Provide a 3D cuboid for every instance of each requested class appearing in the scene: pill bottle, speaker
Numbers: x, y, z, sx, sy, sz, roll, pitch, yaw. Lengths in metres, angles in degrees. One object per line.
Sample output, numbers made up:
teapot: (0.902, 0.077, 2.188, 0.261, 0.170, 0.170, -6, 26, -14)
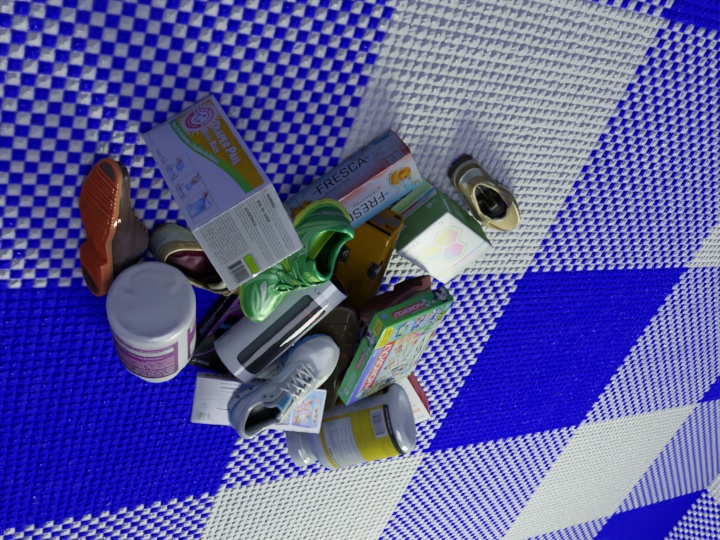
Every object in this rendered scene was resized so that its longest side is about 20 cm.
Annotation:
pill bottle: (-0.016, 0.258, 1.369, 0.197, 0.113, 0.112, -15, 143, 16)
speaker: (-0.115, 0.069, 1.226, 0.199, 0.081, 0.081, -41, 140, 5)
pill bottle: (-0.274, 0.078, 1.121, 0.111, 0.113, 0.201, -18, 159, -19)

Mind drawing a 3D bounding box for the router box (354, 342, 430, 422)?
router box: (-0.004, 0.214, 1.443, 0.198, 0.049, 0.181, -22, 126, 12)

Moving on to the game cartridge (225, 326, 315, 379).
game cartridge: (-0.139, 0.163, 1.339, 0.199, 0.041, 0.133, -38, 147, -3)

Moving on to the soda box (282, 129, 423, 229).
soda box: (-0.013, -0.108, 1.191, 0.199, 0.064, 0.069, -33, 140, -1)

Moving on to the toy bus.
toy bus: (0.000, 0.000, 1.282, 0.078, 0.064, 0.202, -50, 164, -48)

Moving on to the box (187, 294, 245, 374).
box: (-0.164, 0.078, 1.288, 0.200, 0.036, 0.142, -48, 139, 16)

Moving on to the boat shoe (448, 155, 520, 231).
boat shoe: (0.209, -0.103, 1.342, 0.072, 0.076, 0.199, -46, 139, 12)

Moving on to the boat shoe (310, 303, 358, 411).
boat shoe: (-0.045, 0.126, 1.307, 0.071, 0.068, 0.202, 19, 124, 4)

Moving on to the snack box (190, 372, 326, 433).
snack box: (-0.153, 0.200, 1.272, 0.197, 0.024, 0.073, 8, 102, -14)

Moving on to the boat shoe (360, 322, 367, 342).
boat shoe: (0.030, 0.141, 1.464, 0.071, 0.061, 0.204, -2, 130, -34)

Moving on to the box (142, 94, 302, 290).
box: (-0.165, -0.096, 0.990, 0.101, 0.201, 0.113, -30, 138, -6)

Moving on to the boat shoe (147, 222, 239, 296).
boat shoe: (-0.193, 0.001, 1.144, 0.198, 0.067, 0.075, 18, 112, -33)

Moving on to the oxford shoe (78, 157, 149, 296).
oxford shoe: (-0.301, -0.060, 1.045, 0.072, 0.071, 0.201, -23, 148, -39)

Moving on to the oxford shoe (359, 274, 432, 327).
oxford shoe: (0.066, 0.062, 1.285, 0.070, 0.076, 0.199, -13, -173, 33)

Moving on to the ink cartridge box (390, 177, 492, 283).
ink cartridge box: (0.111, -0.062, 1.315, 0.103, 0.060, 0.199, -38, 141, 19)

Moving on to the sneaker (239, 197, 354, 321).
sneaker: (-0.087, -0.007, 1.119, 0.200, 0.084, 0.074, -48, 138, 9)

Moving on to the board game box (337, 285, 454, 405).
board game box: (0.049, 0.114, 1.259, 0.133, 0.029, 0.201, -21, 150, -35)

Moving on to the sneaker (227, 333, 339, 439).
sneaker: (-0.104, 0.175, 1.220, 0.200, 0.087, 0.075, -43, 106, -3)
